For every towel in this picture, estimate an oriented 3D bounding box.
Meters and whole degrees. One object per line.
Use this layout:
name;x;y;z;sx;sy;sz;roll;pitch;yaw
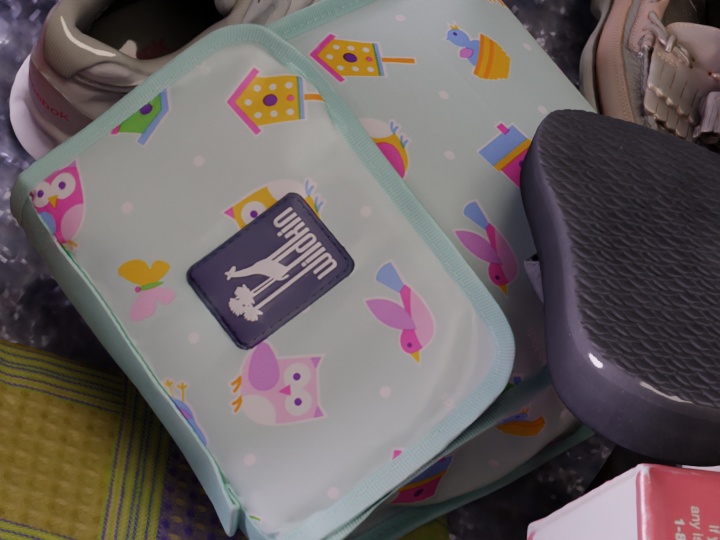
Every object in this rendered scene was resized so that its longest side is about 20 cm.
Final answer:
towel;-0.064;0.094;0.726;0.200;0.023;0.144;17;38;-13

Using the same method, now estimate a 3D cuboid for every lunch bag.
lunch bag;0.000;0.000;0.759;0.200;0.122;0.170;-24;69;-39

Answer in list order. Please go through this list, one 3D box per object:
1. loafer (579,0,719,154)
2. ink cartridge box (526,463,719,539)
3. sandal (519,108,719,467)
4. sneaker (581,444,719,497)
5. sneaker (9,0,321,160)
loafer;0.129;-0.084;0.866;0.072;0.063;0.200;38;30;-22
ink cartridge box;0.154;0.141;0.625;0.200;0.083;0.145;8;66;-19
sandal;0.079;0.003;0.676;0.076;0.043;0.200;20;28;-1
sneaker;0.125;0.056;0.735;0.077;0.200;0.082;14;71;-10
sneaker;-0.037;-0.109;0.808;0.200;0.099;0.078;-41;82;-21
